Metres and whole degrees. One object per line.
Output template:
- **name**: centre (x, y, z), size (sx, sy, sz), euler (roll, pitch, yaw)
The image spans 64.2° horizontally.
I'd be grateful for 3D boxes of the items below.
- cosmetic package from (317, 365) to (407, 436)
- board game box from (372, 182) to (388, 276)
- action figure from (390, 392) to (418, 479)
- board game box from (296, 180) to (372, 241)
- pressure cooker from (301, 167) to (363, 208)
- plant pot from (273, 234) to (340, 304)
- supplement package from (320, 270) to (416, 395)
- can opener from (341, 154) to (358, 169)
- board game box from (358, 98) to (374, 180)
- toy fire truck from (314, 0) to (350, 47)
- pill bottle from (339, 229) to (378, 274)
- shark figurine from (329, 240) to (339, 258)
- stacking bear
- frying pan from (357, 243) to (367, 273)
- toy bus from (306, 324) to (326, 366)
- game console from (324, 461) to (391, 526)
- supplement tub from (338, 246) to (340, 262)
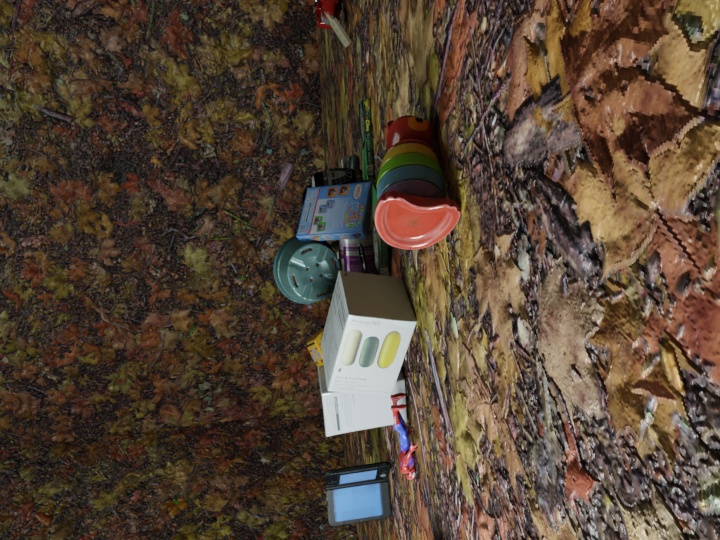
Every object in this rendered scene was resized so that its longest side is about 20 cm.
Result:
- **cosmetic package**: centre (-0.002, 0.271, 1.379), size (0.200, 0.193, 0.127), euler (-111, 15, -65)
- **board game box**: centre (0.047, -0.094, 1.379), size (0.106, 0.023, 0.205), euler (-102, 9, -54)
- **action figure**: centre (0.098, 0.370, 1.245), size (0.066, 0.050, 0.207), euler (-98, 1, -68)
- **board game box**: centre (-0.065, -0.155, 1.513), size (0.037, 0.194, 0.156), euler (48, -134, -53)
- **pressure cooker**: centre (-0.077, -0.205, 1.698), size (0.176, 0.192, 0.186), euler (152, 113, -83)
- **plant pot**: centre (-0.141, 0.001, 1.594), size (0.196, 0.193, 0.208), euler (-164, 68, -77)
- **supplement package**: centre (0.011, 0.134, 1.222), size (0.152, 0.146, 0.205), euler (-106, 27, -54)
- **can opener**: centre (-0.029, -0.267, 1.847), size (0.067, 0.051, 0.207), euler (-121, 27, -73)
- **board game box**: centre (0.015, -0.347, 1.541), size (0.105, 0.023, 0.208), euler (-142, 48, -78)
- **toy fire truck**: centre (-0.087, -0.794, 1.787), size (0.176, 0.124, 0.208), euler (143, 132, -82)
- **pill bottle**: centre (0.000, 0.000, 1.545), size (0.112, 0.108, 0.208), euler (-124, 31, -76)
- **shark figurine**: centre (-0.061, -0.046, 1.787), size (0.127, 0.088, 0.222), euler (5, 77, 56)
- **stacking bear**: centre (0.076, -0.147, 0.859), size (0.115, 0.117, 0.206), euler (110, 165, -57)
- **frying pan**: centre (0.027, 0.040, 1.451), size (0.113, 0.031, 0.196), euler (20, 119, 34)
- **toy bus**: centre (-0.035, 0.144, 1.383), size (0.080, 0.197, 0.065), euler (60, 150, 2)
- **game console**: centre (-0.003, 0.652, 1.671), size (0.178, 0.193, 0.119), euler (96, 166, -54)
- **supplement tub**: centre (-0.011, -0.013, 1.664), size (0.107, 0.103, 0.207), euler (-111, 18, -66)
